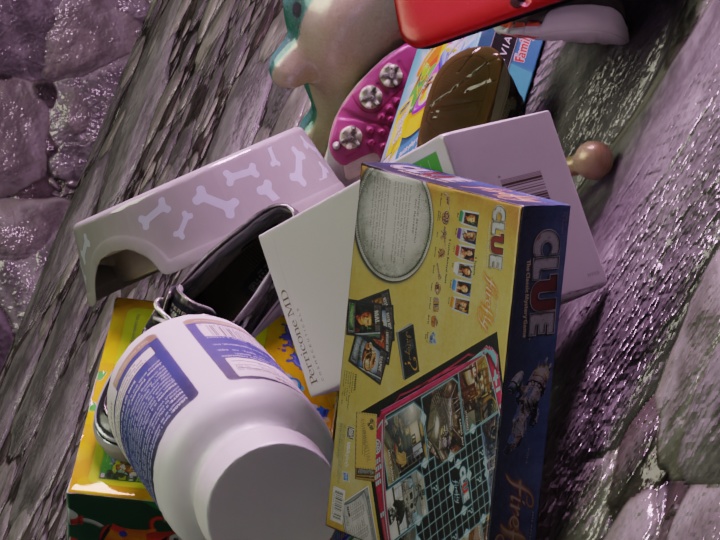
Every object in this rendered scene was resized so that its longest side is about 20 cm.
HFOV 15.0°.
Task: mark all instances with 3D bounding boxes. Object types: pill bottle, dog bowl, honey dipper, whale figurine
[{"bbox_3d":[-0.079,0.107,1.640,0.111,0.111,0.200,-64,24,8],"label":"pill bottle"},{"bbox_3d":[-0.110,-0.040,1.903,0.199,0.059,0.200,-23,2,1],"label":"dog bowl"},{"bbox_3d":[0.070,-0.044,1.616,0.200,0.038,0.038,-13,50,41],"label":"honey dipper"},{"bbox_3d":[-0.008,-0.171,2.026,0.104,0.159,0.200,52,143,31],"label":"whale figurine"}]

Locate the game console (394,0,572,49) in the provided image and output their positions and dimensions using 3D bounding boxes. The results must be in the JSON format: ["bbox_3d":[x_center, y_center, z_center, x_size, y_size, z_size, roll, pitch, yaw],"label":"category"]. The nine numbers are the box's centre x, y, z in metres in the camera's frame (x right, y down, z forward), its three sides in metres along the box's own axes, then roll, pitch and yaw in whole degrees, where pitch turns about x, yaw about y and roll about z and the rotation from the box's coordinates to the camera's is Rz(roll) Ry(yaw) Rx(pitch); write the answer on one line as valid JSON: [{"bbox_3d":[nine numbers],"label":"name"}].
[{"bbox_3d":[0.118,-0.214,1.635,0.172,0.199,0.119,-18,-90,-76],"label":"game console"}]

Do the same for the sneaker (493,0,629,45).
[{"bbox_3d":[0.119,-0.185,1.662,0.200,0.077,0.082,-120,36,-74],"label":"sneaker"}]

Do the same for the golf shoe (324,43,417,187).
[{"bbox_3d":[0.001,-0.079,2.001,0.201,0.075,0.092,-63,10,9],"label":"golf shoe"}]

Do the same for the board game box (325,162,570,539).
[{"bbox_3d":[0.044,0.053,1.427,0.135,0.035,0.201,18,105,50],"label":"board game box"}]

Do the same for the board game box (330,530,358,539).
[{"bbox_3d":[-0.006,0.189,1.591,0.135,0.029,0.201,132,148,-52],"label":"board game box"}]

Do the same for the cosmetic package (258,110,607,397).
[{"bbox_3d":[0.038,-0.007,1.545,0.200,0.085,0.108,-28,79,53],"label":"cosmetic package"}]

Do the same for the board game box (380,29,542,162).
[{"bbox_3d":[0.077,-0.145,1.866,0.151,0.047,0.201,-39,30,63],"label":"board game box"}]

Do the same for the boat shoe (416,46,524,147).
[{"bbox_3d":[0.064,-0.042,1.705,0.073,0.065,0.201,0,62,44],"label":"boat shoe"}]

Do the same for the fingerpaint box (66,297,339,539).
[{"bbox_3d":[-0.098,0.115,1.823,0.200,0.166,0.074,-83,-2,-51],"label":"fingerpaint box"}]

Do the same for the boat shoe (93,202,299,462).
[{"bbox_3d":[-0.106,0.032,1.758,0.200,0.072,0.071,-50,-29,-15],"label":"boat shoe"}]
